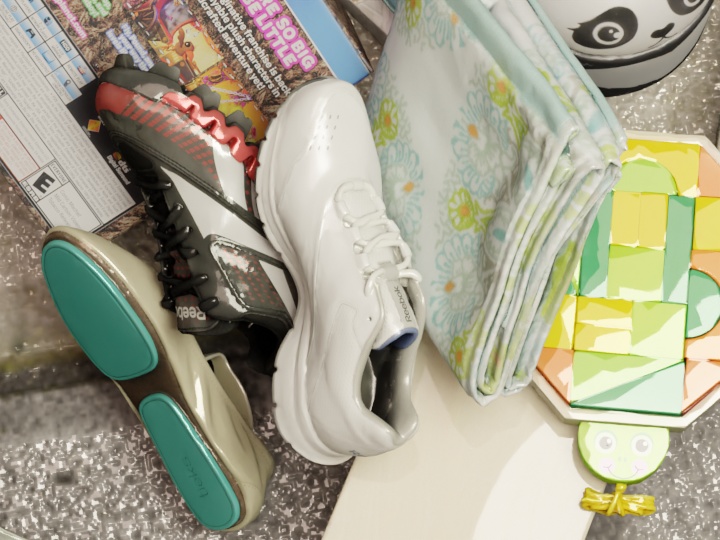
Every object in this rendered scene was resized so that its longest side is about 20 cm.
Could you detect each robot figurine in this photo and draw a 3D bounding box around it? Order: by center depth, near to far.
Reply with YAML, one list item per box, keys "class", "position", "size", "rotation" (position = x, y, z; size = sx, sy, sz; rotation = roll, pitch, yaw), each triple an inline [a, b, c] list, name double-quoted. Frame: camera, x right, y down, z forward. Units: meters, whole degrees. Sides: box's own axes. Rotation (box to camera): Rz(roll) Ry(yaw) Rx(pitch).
- class: "robot figurine"
  position: [0.133, -0.161, 1.499]
  size: [0.124, 0.200, 0.151]
  rotation: [18, 83, 5]

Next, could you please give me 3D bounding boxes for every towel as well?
- class: "towel"
  position: [0.055, -0.056, 1.410]
  size: [0.048, 0.172, 0.200]
  rotation: [0, 40, -28]

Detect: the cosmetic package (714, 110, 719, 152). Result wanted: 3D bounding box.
- class: "cosmetic package"
  position: [0.228, -0.051, 1.529]
  size: [0.071, 0.105, 0.201]
  rotation: [9, 85, 6]

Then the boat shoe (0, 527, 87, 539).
- class: "boat shoe"
  position: [-0.155, 0.183, 1.531]
  size: [0.199, 0.075, 0.069]
  rotation: [14, 89, 6]

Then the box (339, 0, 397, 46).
- class: "box"
  position: [0.014, -0.156, 1.586]
  size: [0.200, 0.041, 0.039]
  rotation: [44, 86, 8]

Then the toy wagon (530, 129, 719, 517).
- class: "toy wagon"
  position: [0.143, 0.028, 1.448]
  size: [0.155, 0.040, 0.201]
  rotation: [4, 79, 4]

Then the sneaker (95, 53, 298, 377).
- class: "sneaker"
  position: [-0.078, -0.022, 1.464]
  size: [0.098, 0.071, 0.200]
  rotation: [-49, 112, -17]

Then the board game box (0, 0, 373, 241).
- class: "board game box"
  position: [-0.122, -0.132, 1.515]
  size: [0.200, 0.097, 0.160]
  rotation: [-32, 116, 5]

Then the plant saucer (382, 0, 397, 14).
- class: "plant saucer"
  position: [-0.011, -0.223, 1.544]
  size: [0.070, 0.019, 0.200]
  rotation: [-44, 97, -17]

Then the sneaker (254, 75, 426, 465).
- class: "sneaker"
  position: [0.000, 0.000, 1.418]
  size: [0.074, 0.087, 0.201]
  rotation: [-10, 96, -36]

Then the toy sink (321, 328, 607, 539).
- class: "toy sink"
  position: [0.064, 0.117, 1.511]
  size: [0.130, 0.112, 0.201]
  rotation: [21, 79, 6]

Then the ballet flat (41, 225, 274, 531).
- class: "ballet flat"
  position: [-0.106, 0.050, 1.526]
  size: [0.069, 0.069, 0.200]
  rotation: [-28, 107, -1]
